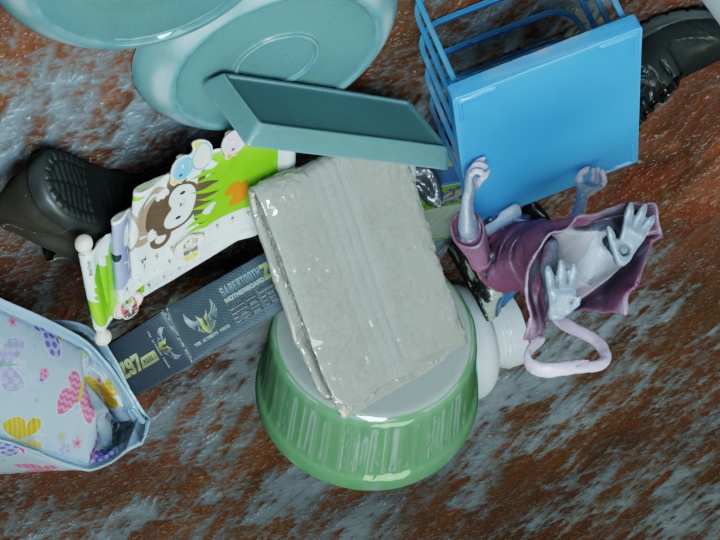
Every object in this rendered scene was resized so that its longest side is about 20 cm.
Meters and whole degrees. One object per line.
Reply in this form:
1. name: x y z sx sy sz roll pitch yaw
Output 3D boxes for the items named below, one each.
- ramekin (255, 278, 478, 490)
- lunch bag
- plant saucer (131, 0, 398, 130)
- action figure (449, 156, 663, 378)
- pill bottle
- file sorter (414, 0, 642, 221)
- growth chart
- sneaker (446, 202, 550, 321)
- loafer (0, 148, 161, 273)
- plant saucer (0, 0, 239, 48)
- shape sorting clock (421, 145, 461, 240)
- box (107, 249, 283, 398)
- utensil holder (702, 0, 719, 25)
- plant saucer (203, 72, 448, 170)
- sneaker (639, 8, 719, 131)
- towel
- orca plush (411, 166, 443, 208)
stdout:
1. ramekin: 0.009 0.078 1.807 0.198 0.201 0.098 -15 149 -15
2. lunch bag: -0.283 0.094 1.600 0.168 0.128 0.199 -6 155 41
3. plant saucer: -0.062 -0.155 1.473 0.198 0.028 0.201 -18 155 -9
4. action figure: 0.135 -0.005 1.499 0.133 0.151 0.200 0 -179 -23
5. pill bottle: 0.052 0.078 1.940 0.198 0.112 0.111 -14 155 -16
6. file sorter: 0.117 -0.148 1.519 0.138 0.124 0.200 -20 155 -3
7. growth chart: -0.124 -0.038 1.531 0.199 0.018 0.145 -33 149 -15
8. sneaker: 0.131 -0.011 1.829 0.089 0.079 0.200 -29 178 -3
9. loafer: -0.204 -0.037 1.555 0.071 0.074 0.200 -18 155 21
10. plant saucer: -0.134 -0.200 1.301 0.198 0.028 0.201 -15 150 -9
11. shape sorting clock: 0.060 -0.065 1.741 0.198 0.040 0.200 -19 165 -5
12. box: -0.114 0.034 1.667 0.199 0.051 0.157 -32 -178 -39
13. utensil holder: 0.300 -0.234 1.444 0.169 0.171 0.200 -30 153 17
14. plant saucer: -0.019 -0.107 1.495 0.199 0.070 0.019 3 129 -44
15. sneaker: 0.213 -0.140 1.665 0.198 0.082 0.073 -24 154 1
16. towel: 0.000 0.000 1.586 0.132 0.202 0.034 -28 -157 -24
17. orca plush: 0.013 -0.040 1.647 0.105 0.071 0.201 -30 113 -10
